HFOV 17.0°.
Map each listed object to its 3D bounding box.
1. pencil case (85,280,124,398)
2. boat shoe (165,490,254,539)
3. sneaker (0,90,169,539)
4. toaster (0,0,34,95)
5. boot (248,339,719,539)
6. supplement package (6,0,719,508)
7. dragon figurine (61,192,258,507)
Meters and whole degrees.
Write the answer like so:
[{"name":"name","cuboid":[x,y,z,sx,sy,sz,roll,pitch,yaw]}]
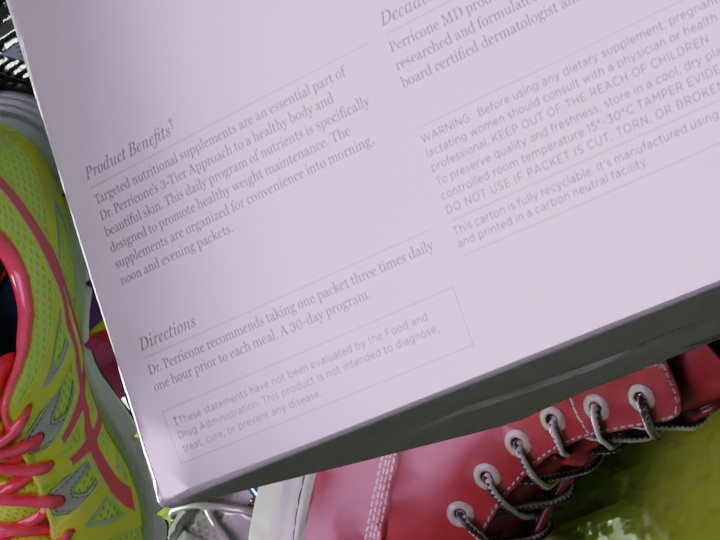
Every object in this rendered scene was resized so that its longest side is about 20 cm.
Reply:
[{"name":"pencil case","cuboid":[-0.135,-0.042,0.935,0.088,0.088,0.202,6,105,57]},{"name":"boat shoe","cuboid":[-0.035,0.096,0.838,0.071,0.069,0.202,18,117,53]},{"name":"sneaker","cuboid":[-0.121,0.048,0.788,0.077,0.090,0.202,-7,103,16]},{"name":"toaster","cuboid":[-0.121,-0.130,0.770,0.200,0.180,0.120,-20,59,59]},{"name":"boot","cuboid":[0.043,0.064,0.671,0.144,0.072,0.202,8,94,43]},{"name":"supplement package","cuboid":[0.036,-0.078,0.541,0.190,0.147,0.202,-24,81,35]},{"name":"dragon figurine","cuboid":[-0.037,0.035,0.766,0.099,0.059,0.202,20,130,56]}]
